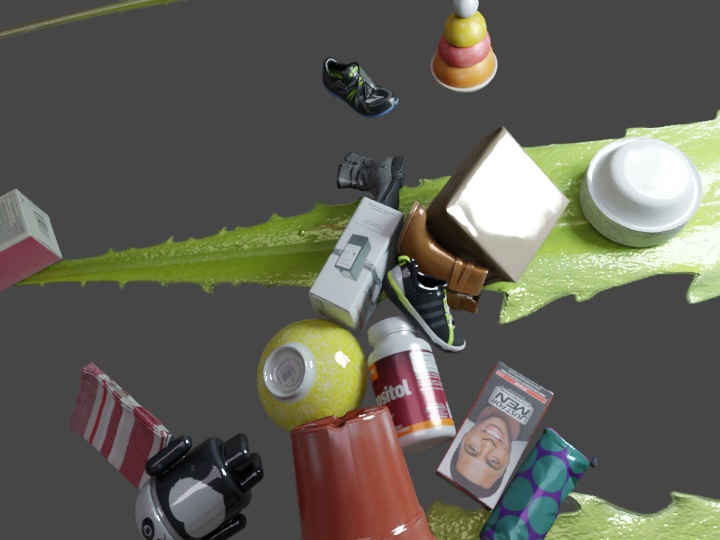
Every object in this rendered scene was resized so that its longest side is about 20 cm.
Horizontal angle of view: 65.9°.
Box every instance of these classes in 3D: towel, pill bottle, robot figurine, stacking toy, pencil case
[{"bbox_3d":[-0.406,0.266,0.925,0.199,0.023,0.145,32,115,18],"label":"towel"},{"bbox_3d":[0.074,0.184,0.900,0.111,0.113,0.202,-15,63,0],"label":"pill bottle"},{"bbox_3d":[-0.248,0.343,0.860,0.199,0.125,0.151,-33,66,-9],"label":"robot figurine"},{"bbox_3d":[0.217,-0.484,1.143,0.144,0.201,0.148,-3,65,6],"label":"stacking toy"},{"bbox_3d":[0.259,0.339,0.819,0.201,0.093,0.085,-50,36,-14],"label":"pencil case"}]

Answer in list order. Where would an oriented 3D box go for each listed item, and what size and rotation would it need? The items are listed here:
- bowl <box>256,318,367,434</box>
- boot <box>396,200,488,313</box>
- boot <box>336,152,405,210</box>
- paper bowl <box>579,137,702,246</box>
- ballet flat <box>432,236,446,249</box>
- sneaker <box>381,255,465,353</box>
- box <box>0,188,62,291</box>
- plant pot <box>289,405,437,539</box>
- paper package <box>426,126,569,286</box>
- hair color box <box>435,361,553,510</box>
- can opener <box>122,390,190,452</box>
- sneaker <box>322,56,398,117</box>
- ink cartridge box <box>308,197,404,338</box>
[{"bbox_3d":[-0.098,0.169,0.902,0.197,0.108,0.203,-7,72,22],"label":"bowl"},{"bbox_3d":[0.143,-0.019,0.947,0.153,0.202,0.074,16,45,19],"label":"boot"},{"bbox_3d":[0.013,-0.162,1.075,0.129,0.071,0.201,5,35,11],"label":"boot"},{"bbox_3d":[0.510,-0.153,1.007,0.197,0.105,0.204,-2,66,5],"label":"paper bowl"},{"bbox_3d":[0.180,-0.100,1.045,0.067,0.064,0.201,26,71,20],"label":"ballet flat"},{"bbox_3d":[0.122,0.057,0.919,0.083,0.200,0.072,-41,21,18],"label":"sneaker"},{"bbox_3d":[-0.731,-0.045,1.111,0.198,0.109,0.129,-30,65,-7],"label":"box"},{"bbox_3d":[-0.010,0.304,0.777,0.198,0.201,0.198,-13,82,1],"label":"plant pot"},{"bbox_3d":[0.238,-0.106,0.979,0.190,0.103,0.201,42,72,-11],"label":"paper package"},{"bbox_3d":[0.211,0.259,0.876,0.101,0.061,0.201,29,73,18],"label":"hair color box"},{"bbox_3d":[-0.372,0.271,0.941,0.199,0.067,0.054,31,73,23],"label":"can opener"},{"bbox_3d":[-0.009,-0.397,1.196,0.199,0.083,0.071,35,74,20],"label":"sneaker"},{"bbox_3d":[0.000,0.000,0.977,0.083,0.146,0.202,24,71,16],"label":"ink cartridge box"}]
